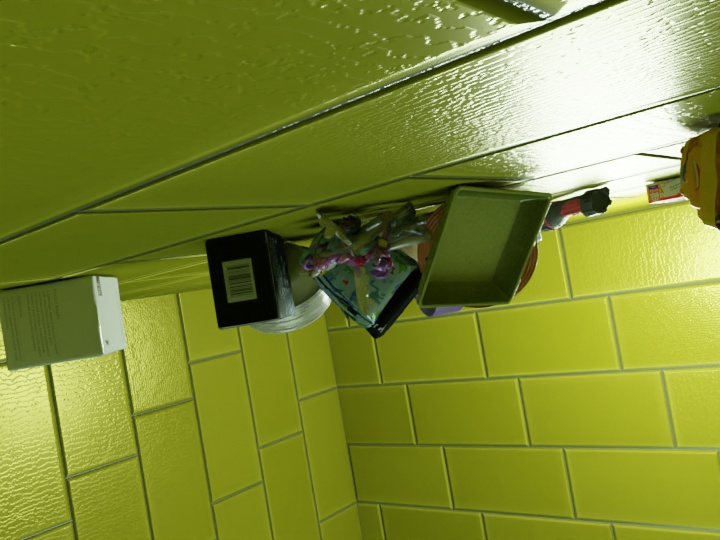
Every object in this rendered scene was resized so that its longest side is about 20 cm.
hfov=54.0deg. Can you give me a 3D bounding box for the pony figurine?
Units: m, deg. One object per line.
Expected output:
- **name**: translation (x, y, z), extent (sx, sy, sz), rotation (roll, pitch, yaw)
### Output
- **pony figurine**: translation (0.004, -0.033, 1.080), extent (0.199, 0.167, 0.193), rotation (-25, -171, -8)

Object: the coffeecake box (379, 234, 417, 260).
- **coffeecake box**: translation (0.048, -0.015, 1.485), extent (0.073, 0.154, 0.200), rotation (-9, 179, -24)

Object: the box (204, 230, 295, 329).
- **box**: translation (-0.188, 0.018, 1.243), extent (0.107, 0.149, 0.200), rotation (-9, 179, 2)

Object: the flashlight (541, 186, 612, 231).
- **flashlight**: translation (0.455, -0.129, 1.527), extent (0.068, 0.068, 0.200), rotation (-14, -179, -18)

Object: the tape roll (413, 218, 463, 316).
- **tape roll**: translation (0.152, -0.010, 1.435), extent (0.065, 0.201, 0.200), rotation (-9, 179, -12)

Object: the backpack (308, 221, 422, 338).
- **backpack**: translation (0.000, 0.000, 1.241), extent (0.163, 0.200, 0.154), rotation (-49, 170, 0)

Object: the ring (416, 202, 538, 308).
- **ring**: translation (0.194, -0.032, 1.176), extent (0.200, 0.201, 0.019), rotation (-10, -160, 14)

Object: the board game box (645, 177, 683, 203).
- **board game box**: translation (0.755, -0.191, 1.558), extent (0.199, 0.047, 0.151), rotation (-11, 178, 40)

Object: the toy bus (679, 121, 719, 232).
- **toy bus**: translation (0.462, -0.126, 0.864), extent (0.199, 0.136, 0.192), rotation (-7, -166, -13)

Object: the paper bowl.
- **paper bowl**: translation (-0.160, 0.022, 1.423), extent (0.200, 0.105, 0.201), rotation (-7, -140, 6)

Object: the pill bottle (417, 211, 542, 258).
- **pill bottle**: translation (0.207, -0.068, 1.230), extent (0.199, 0.111, 0.111), rotation (-15, 177, 15)

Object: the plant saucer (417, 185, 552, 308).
- **plant saucer**: translation (0.182, -0.042, 1.096), extent (0.199, 0.201, 0.048), rotation (0, -151, -33)

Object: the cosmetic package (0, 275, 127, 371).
- **cosmetic package**: translation (-0.623, 0.108, 1.489), extent (0.199, 0.166, 0.165), rotation (-9, 179, -3)
